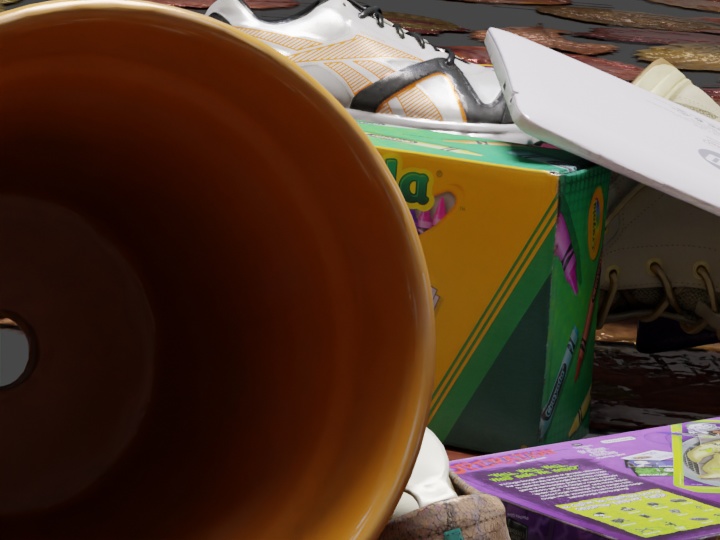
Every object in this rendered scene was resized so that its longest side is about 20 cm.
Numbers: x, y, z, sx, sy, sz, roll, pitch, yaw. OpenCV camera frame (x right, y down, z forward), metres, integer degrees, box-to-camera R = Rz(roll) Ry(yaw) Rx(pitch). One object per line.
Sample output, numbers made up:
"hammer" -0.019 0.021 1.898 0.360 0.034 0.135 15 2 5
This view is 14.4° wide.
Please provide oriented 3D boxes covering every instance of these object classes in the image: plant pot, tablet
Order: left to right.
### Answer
"plant pot" -0.100 0.026 0.912 0.200 0.201 0.183 0 -4 -19
"tablet" 0.148 -0.045 1.196 0.200 0.014 0.130 22 18 -11

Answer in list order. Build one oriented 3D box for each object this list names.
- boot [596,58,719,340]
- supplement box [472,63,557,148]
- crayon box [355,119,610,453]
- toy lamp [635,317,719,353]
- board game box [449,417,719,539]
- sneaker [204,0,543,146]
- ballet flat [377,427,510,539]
"boot" 0.143 0.012 1.257 0.155 0.073 0.200 34 54 9
"supplement box" 0.073 -0.059 1.570 0.110 0.086 0.200 -1 13 -25
"crayon box" 0.000 0.000 1.184 0.200 0.119 0.058 9 13 26
"toy lamp" 0.080 0.006 1.334 0.200 0.058 0.058 5 12 4
"board game box" 0.129 0.085 1.047 0.200 0.032 0.120 -6 18 -40
"sneaker" 0.012 -0.097 1.407 0.200 0.080 0.074 3 1 -9
"ballet flat" 0.005 0.071 0.954 0.068 0.067 0.200 -18 18 -18
